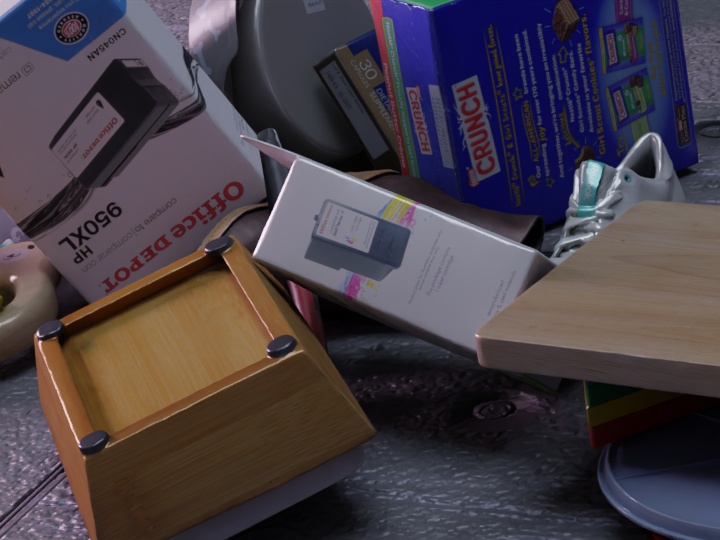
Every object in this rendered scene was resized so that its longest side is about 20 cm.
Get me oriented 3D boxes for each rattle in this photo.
[{"bbox_3d":[-0.250,-0.022,1.697,0.130,0.143,0.200,-16,21,35],"label":"rattle"}]

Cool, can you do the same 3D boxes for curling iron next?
[{"bbox_3d":[-0.048,-0.006,1.593,0.049,0.026,0.201,-5,56,0],"label":"curling iron"}]

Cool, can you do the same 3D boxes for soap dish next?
[{"bbox_3d":[-0.093,0.067,1.446,0.157,0.081,0.200,-26,27,-5],"label":"soap dish"}]

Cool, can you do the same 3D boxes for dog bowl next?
[{"bbox_3d":[-0.041,-0.144,1.848,0.058,0.201,0.200,-15,14,36],"label":"dog bowl"}]

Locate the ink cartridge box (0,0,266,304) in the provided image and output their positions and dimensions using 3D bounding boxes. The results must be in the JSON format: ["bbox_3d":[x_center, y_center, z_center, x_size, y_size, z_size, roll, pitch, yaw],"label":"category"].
[{"bbox_3d":[-0.170,-0.092,1.693,0.144,0.200,0.084,-37,22,9],"label":"ink cartridge box"}]

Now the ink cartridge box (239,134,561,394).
[{"bbox_3d":[0.020,-0.004,1.511,0.199,0.068,0.117,23,-3,26],"label":"ink cartridge box"}]

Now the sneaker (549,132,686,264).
[{"bbox_3d":[0.139,-0.019,1.607,0.075,0.089,0.200,5,27,26],"label":"sneaker"}]

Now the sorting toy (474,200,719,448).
[{"bbox_3d":[0.195,0.037,1.396,0.199,0.070,0.199,6,25,32],"label":"sorting toy"}]

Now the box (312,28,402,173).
[{"bbox_3d":[0.066,-0.130,1.867,0.032,0.121,0.200,-33,-1,44],"label":"box"}]

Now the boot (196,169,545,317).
[{"bbox_3d":[0.000,0.000,1.635,0.166,0.073,0.200,13,37,31],"label":"boot"}]

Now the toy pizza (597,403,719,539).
[{"bbox_3d":[0.220,0.102,1.359,0.199,0.032,0.200,-7,21,3],"label":"toy pizza"}]

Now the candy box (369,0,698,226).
[{"bbox_3d":[0.117,-0.124,1.764,0.199,0.170,0.077,-22,22,-30],"label":"candy box"}]

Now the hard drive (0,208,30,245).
[{"bbox_3d":[-0.335,-0.007,1.805,0.134,0.043,0.200,12,30,40],"label":"hard drive"}]
